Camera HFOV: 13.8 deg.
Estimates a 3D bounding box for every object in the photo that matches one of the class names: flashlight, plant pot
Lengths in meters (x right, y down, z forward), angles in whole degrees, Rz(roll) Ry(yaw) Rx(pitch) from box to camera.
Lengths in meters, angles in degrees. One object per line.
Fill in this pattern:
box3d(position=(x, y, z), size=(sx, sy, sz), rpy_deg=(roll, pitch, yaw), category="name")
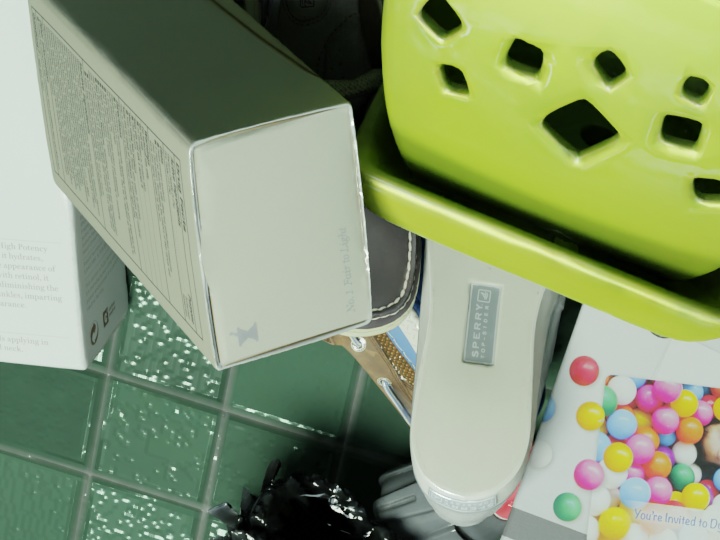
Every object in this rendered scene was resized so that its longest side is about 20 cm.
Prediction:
box3d(position=(0.101, 0.086, 1.377), size=(0.199, 0.068, 0.068), rpy_deg=(-20, 111, 24), category="flashlight")
box3d(position=(0.110, -0.100, 1.207), size=(0.199, 0.199, 0.182), rpy_deg=(22, 128, 3), category="plant pot")

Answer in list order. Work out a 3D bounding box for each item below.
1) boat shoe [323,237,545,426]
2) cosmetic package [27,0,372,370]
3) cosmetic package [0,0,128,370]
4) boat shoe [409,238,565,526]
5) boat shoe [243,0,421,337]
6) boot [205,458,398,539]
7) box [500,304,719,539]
box3d(position=(0.000, 0.000, 1.358), size=(0.072, 0.072, 0.200), rpy_deg=(-27, 99, 42), category="boat shoe")
box3d(position=(-0.071, -0.052, 1.239), size=(0.073, 0.200, 0.104), rpy_deg=(-16, 121, -20), category="cosmetic package")
box3d(position=(-0.169, -0.059, 1.376), size=(0.101, 0.074, 0.201), rpy_deg=(6, 117, 13), category="cosmetic package")
box3d(position=(0.061, 0.016, 1.308), size=(0.072, 0.201, 0.069), rpy_deg=(5, 159, 0), category="boat shoe")
box3d(position=(-0.012, -0.072, 1.277), size=(0.072, 0.065, 0.201), rpy_deg=(-6, 84, -7), category="boat shoe")
box3d(position=(-0.005, 0.188, 1.433), size=(0.198, 0.073, 0.163), rpy_deg=(39, 143, 0), category="boot")
box3d(position=(0.152, 0.092, 1.291), size=(0.155, 0.041, 0.201), rpy_deg=(20, 91, 9), category="box")
